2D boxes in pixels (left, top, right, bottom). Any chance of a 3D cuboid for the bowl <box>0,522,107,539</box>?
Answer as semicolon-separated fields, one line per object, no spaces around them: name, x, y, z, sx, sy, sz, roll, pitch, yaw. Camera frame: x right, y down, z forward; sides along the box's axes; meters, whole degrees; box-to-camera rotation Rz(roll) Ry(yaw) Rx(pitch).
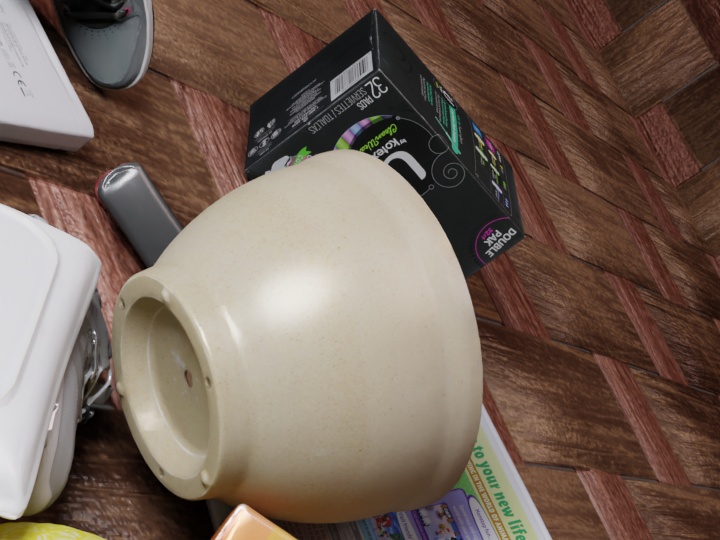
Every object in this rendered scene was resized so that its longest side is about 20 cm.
bowl;-0.113;0.184;0.675;0.200;0.107;0.201;46;22;-25

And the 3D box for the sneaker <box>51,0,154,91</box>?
sneaker;-0.190;-0.203;1.050;0.121;0.083;0.202;-74;156;-63

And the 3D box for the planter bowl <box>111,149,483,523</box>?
planter bowl;-0.049;0.047;0.833;0.134;0.200;0.201;-14;67;-32

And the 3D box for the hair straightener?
hair straightener;-0.108;0.020;1.016;0.201;0.041;0.077;61;-9;-6

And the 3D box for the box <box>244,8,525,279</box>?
box;0.021;-0.084;1.322;0.200;0.148;0.125;46;21;-26

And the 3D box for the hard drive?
hard drive;-0.254;-0.141;0.962;0.133;0.027;0.200;62;20;13

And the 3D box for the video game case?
video game case;0.007;0.141;0.911;0.201;0.180;0.022;-116;-161;-47

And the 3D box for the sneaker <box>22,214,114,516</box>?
sneaker;-0.157;0.052;0.820;0.082;0.074;0.201;41;25;-32

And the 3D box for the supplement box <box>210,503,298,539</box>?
supplement box;0.001;0.201;0.791;0.199;0.069;0.067;36;-18;-1

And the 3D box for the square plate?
square plate;-0.220;0.004;0.710;0.197;0.029;0.201;25;31;-13
